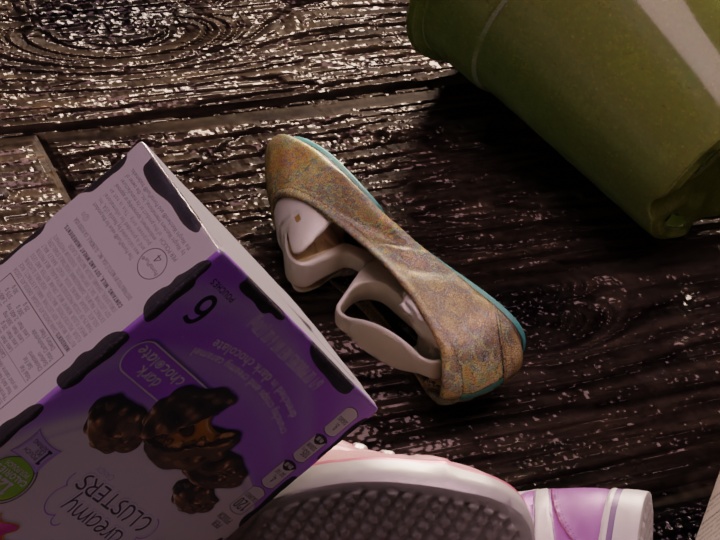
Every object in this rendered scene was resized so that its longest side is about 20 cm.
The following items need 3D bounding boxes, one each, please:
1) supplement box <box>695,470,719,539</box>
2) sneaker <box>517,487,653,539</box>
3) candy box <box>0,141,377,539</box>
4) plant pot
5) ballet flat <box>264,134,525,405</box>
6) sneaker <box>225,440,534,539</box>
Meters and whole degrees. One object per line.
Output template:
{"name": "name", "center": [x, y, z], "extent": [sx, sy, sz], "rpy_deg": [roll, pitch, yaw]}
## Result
{"name": "supplement box", "center": [0.214, 0.165, 1.072], "extent": [0.126, 0.074, 0.200], "rpy_deg": [38, 40, -6]}
{"name": "sneaker", "center": [0.067, 0.182, 1.048], "extent": [0.113, 0.073, 0.201], "rpy_deg": [2, 42, 11]}
{"name": "candy box", "center": [-0.114, 0.069, 0.958], "extent": [0.200, 0.168, 0.072], "rpy_deg": [-40, 57, 2]}
{"name": "plant pot", "center": [0.161, -0.128, 1.351], "extent": [0.199, 0.201, 0.190], "rpy_deg": [-21, 64, -37]}
{"name": "ballet flat", "center": [0.000, 0.000, 1.228], "extent": [0.070, 0.071, 0.200], "rpy_deg": [-25, 55, -39]}
{"name": "sneaker", "center": [-0.016, 0.095, 1.069], "extent": [0.198, 0.076, 0.105], "rpy_deg": [-4, 33, 14]}
